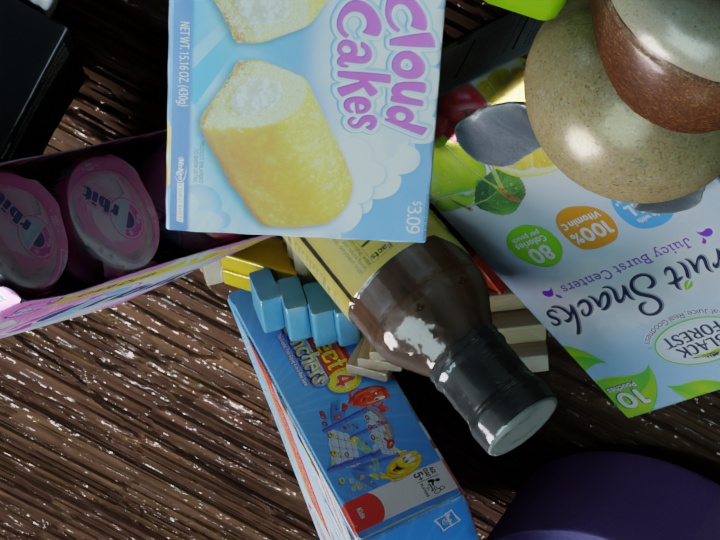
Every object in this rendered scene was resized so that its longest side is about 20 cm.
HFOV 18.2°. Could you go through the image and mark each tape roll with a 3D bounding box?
[{"bbox_3d":[0.157,0.194,1.222,0.200,0.066,0.201,22,138,22],"label":"tape roll"}]

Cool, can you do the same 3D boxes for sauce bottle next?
[{"bbox_3d":[0.015,-0.001,1.042,0.200,0.065,0.065,52,147,20],"label":"sauce bottle"}]

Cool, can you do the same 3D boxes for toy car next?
[{"bbox_3d":[0.117,-0.091,0.884,0.164,0.158,0.200,18,146,-4],"label":"toy car"}]

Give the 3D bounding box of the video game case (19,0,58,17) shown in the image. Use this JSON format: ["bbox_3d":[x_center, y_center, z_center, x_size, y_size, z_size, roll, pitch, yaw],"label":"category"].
[{"bbox_3d":[-0.224,-0.178,1.030,0.200,0.018,0.143,34,175,-9],"label":"video game case"}]

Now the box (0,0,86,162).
[{"bbox_3d":[-0.238,-0.119,1.068,0.200,0.079,0.141,29,172,-2],"label":"box"}]

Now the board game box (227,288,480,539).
[{"bbox_3d":[0.012,0.127,1.165,0.056,0.196,0.200,-24,132,-7],"label":"board game box"}]

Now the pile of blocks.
[{"bbox_3d":[0.000,0.000,1.107,0.199,0.082,0.062,11,136,19],"label":"pile of blocks"}]

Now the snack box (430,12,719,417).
[{"bbox_3d":[0.120,-0.031,1.025,0.142,0.053,0.200,-22,119,45],"label":"snack box"}]

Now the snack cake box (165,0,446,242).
[{"bbox_3d":[-0.021,-0.115,0.933,0.115,0.067,0.201,3,121,-1],"label":"snack cake box"}]

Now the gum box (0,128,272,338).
[{"bbox_3d":[-0.146,-0.013,1.056,0.113,0.200,0.066,-22,87,36],"label":"gum box"}]
